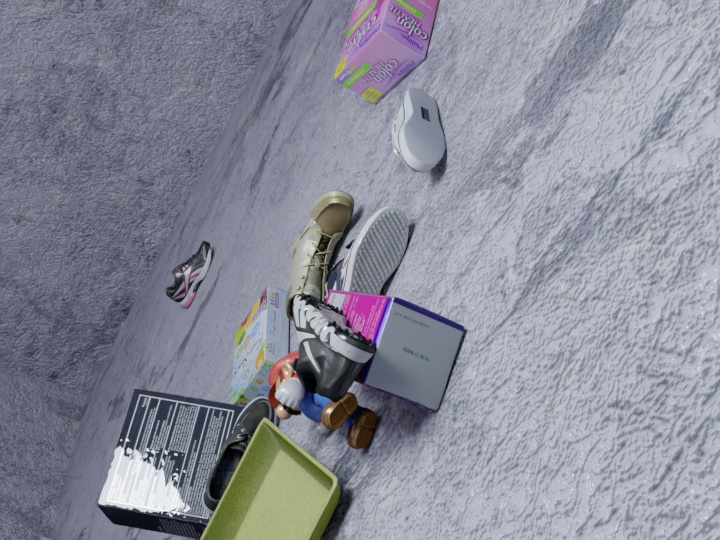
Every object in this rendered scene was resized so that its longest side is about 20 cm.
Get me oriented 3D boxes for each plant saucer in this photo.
[{"bbox_3d":[-0.111,0.326,1.030,0.199,0.048,0.203,22,83,53],"label":"plant saucer"}]

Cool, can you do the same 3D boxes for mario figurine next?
[{"bbox_3d":[-0.068,0.183,1.037,0.199,0.104,0.126,18,123,56],"label":"mario figurine"}]

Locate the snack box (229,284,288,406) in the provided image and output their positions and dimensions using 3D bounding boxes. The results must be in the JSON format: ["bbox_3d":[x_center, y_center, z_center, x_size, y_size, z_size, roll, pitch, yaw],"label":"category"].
[{"bbox_3d":[-0.183,0.144,1.436,0.143,0.052,0.202,-54,25,32],"label":"snack box"}]

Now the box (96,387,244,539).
[{"bbox_3d":[-0.301,0.322,1.307,0.124,0.193,0.204,96,-176,-59],"label":"box"}]

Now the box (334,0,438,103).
[{"bbox_3d":[0.051,-0.440,1.416,0.175,0.095,0.204,-28,44,57],"label":"box"}]

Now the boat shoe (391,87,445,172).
[{"bbox_3d":[0.075,-0.193,1.150,0.066,0.071,0.202,-55,23,35],"label":"boat shoe"}]

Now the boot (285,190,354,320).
[{"bbox_3d":[-0.070,-0.022,1.316,0.201,0.071,0.157,-52,25,45],"label":"boot"}]

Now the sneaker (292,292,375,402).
[{"bbox_3d":[-0.049,0.087,0.892,0.092,0.065,0.200,-64,24,5],"label":"sneaker"}]

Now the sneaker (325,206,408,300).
[{"bbox_3d":[0.000,0.000,1.119,0.079,0.077,0.204,30,97,62],"label":"sneaker"}]

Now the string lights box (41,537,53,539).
[{"bbox_3d":[-1.088,1.024,2.665,0.103,0.058,0.202,-54,25,30],"label":"string lights box"}]

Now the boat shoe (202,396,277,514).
[{"bbox_3d":[-0.184,0.284,1.235,0.057,0.067,0.202,110,-176,-59],"label":"boat shoe"}]

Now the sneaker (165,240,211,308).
[{"bbox_3d":[-0.494,0.006,2.258,0.203,0.085,0.080,-64,24,5],"label":"sneaker"}]

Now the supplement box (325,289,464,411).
[{"bbox_3d":[0.022,0.089,0.947,0.199,0.100,0.105,6,74,68],"label":"supplement box"}]
